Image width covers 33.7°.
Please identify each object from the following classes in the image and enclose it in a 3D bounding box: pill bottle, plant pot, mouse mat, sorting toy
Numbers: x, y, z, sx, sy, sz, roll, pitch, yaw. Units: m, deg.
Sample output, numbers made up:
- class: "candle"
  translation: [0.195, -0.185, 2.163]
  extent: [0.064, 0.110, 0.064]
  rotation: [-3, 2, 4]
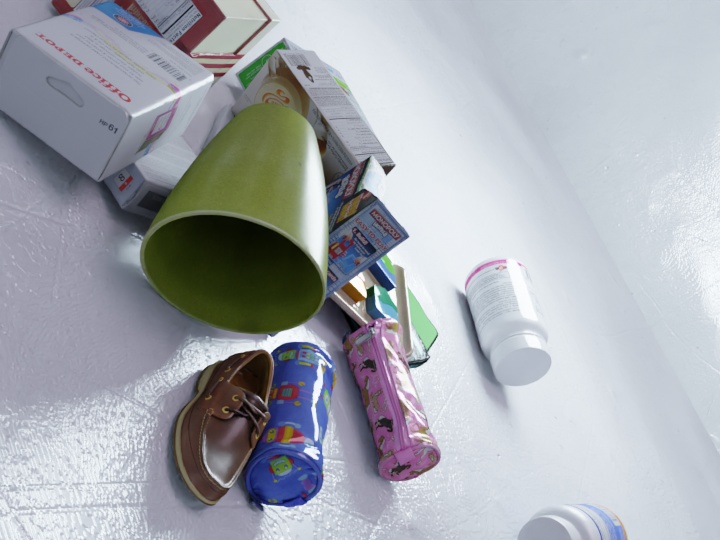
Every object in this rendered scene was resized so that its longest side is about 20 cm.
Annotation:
- class: "pill bottle"
  translation: [0.244, 0.083, 1.950]
  extent: [0.113, 0.113, 0.201]
  rotation: [39, 27, -38]
- class: "plant pot"
  translation: [-0.110, -0.071, 1.219]
  extent: [0.187, 0.186, 0.201]
  rotation: [42, 43, -33]
- class: "mouse mat"
  translation: [0.044, 0.035, 1.728]
  extent: [0.201, 0.008, 0.161]
  rotation: [57, 21, -4]
- class: "pill bottle"
  translation: [0.288, 0.378, 1.633]
  extent: [0.200, 0.112, 0.113]
  rotation: [16, 45, -59]
- class: "sorting toy"
  translation: [0.000, 0.000, 1.558]
  extent: [0.200, 0.036, 0.186]
  rotation: [40, 29, -31]

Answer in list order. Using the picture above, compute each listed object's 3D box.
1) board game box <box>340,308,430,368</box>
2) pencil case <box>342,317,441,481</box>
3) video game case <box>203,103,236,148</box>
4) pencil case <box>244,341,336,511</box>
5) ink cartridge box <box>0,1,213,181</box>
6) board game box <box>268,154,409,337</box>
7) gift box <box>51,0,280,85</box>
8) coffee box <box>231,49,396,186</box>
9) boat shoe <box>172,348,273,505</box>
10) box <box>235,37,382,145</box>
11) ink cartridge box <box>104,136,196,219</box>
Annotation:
- class: "board game box"
  translation: [0.014, 0.043, 1.609]
  extent: [0.135, 0.028, 0.201]
  rotation: [1, 59, -61]
- class: "pencil case"
  translation: [0.037, 0.156, 1.437]
  extent: [0.086, 0.083, 0.201]
  rotation: [17, 44, -39]
- class: "video game case"
  translation: [-0.131, -0.105, 1.521]
  extent: [0.182, 0.023, 0.200]
  rotation: [49, 22, -21]
- class: "pencil case"
  translation: [-0.068, 0.157, 1.208]
  extent: [0.200, 0.078, 0.087]
  rotation: [-85, 162, -59]
- class: "ink cartridge box"
  translation: [-0.259, -0.186, 1.199]
  extent: [0.144, 0.085, 0.200]
  rotation: [36, 25, 2]
- class: "board game box"
  translation: [-0.025, -0.042, 1.374]
  extent: [0.062, 0.199, 0.200]
  rotation: [48, 32, -19]
- class: "gift box"
  translation: [-0.223, -0.318, 1.389]
  extent: [0.201, 0.184, 0.187]
  rotation: [57, 20, 2]
- class: "coffee box"
  translation: [-0.062, -0.172, 1.526]
  extent: [0.080, 0.114, 0.200]
  rotation: [-11, 62, -51]
- class: "boat shoe"
  translation: [-0.125, 0.138, 1.125]
  extent: [0.072, 0.067, 0.200]
  rotation: [49, 23, -20]
- class: "box"
  translation: [-0.061, -0.215, 1.697]
  extent: [0.177, 0.096, 0.200]
  rotation: [61, 16, 15]
- class: "ink cartridge box"
  translation: [-0.242, -0.127, 1.308]
  extent: [0.200, 0.050, 0.162]
  rotation: [48, 15, 30]
